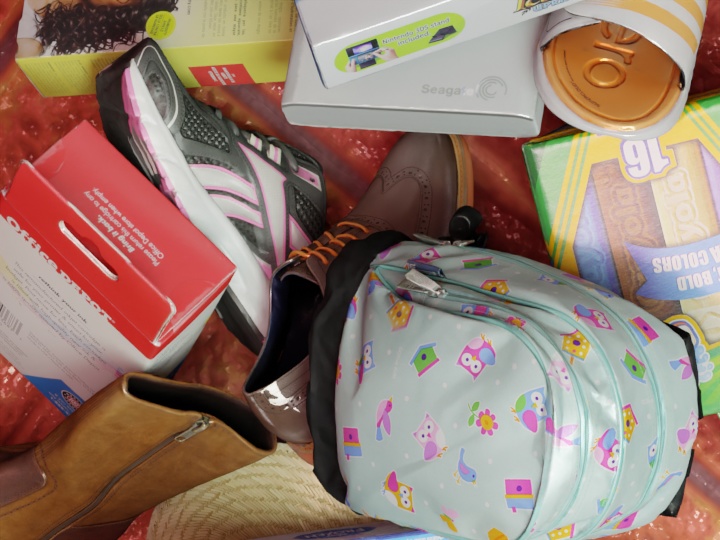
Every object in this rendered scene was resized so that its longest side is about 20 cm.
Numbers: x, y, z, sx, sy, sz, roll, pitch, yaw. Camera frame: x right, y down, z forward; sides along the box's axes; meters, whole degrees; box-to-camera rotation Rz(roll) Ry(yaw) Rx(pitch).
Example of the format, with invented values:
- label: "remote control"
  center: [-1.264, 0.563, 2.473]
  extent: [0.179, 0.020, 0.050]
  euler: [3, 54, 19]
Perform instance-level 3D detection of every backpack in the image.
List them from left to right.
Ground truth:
- label: "backpack"
  center: [0.066, 0.069, 1.450]
  extent: [0.200, 0.126, 0.167]
  euler: [13, 110, 45]

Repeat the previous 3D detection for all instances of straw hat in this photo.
- label: "straw hat"
  center: [-0.044, 0.199, 1.607]
  extent: [0.201, 0.085, 0.201]
  euler: [11, 119, 20]

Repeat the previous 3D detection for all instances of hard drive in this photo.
- label: "hard drive"
  center: [0.040, -0.165, 1.538]
  extent: [0.132, 0.026, 0.200]
  euler: [4, 65, 14]

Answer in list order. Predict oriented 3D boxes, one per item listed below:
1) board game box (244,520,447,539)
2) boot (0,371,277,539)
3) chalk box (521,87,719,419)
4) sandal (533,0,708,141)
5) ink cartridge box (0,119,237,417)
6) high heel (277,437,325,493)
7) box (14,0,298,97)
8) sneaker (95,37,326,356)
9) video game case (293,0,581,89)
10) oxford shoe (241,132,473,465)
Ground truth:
- label: "board game box"
  center: [-0.026, 0.236, 1.543]
  extent: [0.200, 0.041, 0.200]
  euler: [-7, 96, -17]
- label: "boot"
  center: [-0.174, 0.103, 1.578]
  extent: [0.200, 0.188, 0.069]
  euler: [-29, 47, 46]
- label: "chalk box"
  center: [0.174, 0.012, 1.533]
  extent: [0.124, 0.124, 0.200]
  euler: [-12, 94, 15]
- label: "sandal"
  center: [0.138, -0.154, 1.486]
  extent: [0.079, 0.207, 0.059]
  euler: [12, 142, 8]
- label: "ink cartridge box"
  center: [-0.138, 0.002, 1.577]
  extent: [0.116, 0.200, 0.067]
  euler: [44, 62, 4]
- label: "high heel"
  center: [0.037, 0.075, 1.605]
  extent: [0.200, 0.067, 0.096]
  euler: [-22, 82, 31]
- label: "box"
  center: [-0.082, -0.139, 1.600]
  extent: [0.200, 0.050, 0.075]
  euler: [-3, 65, 14]
- label: "sneaker"
  center: [-0.066, -0.047, 1.597]
  extent: [0.086, 0.080, 0.200]
  euler: [-37, 119, -14]
- label: "video game case"
  center: [0.037, -0.208, 1.469]
  extent: [0.181, 0.045, 0.200]
  euler: [-19, 63, 0]
- label: "oxford shoe"
  center: [0.000, 0.000, 1.561]
  extent: [0.071, 0.073, 0.200]
  euler: [-3, 56, 46]
